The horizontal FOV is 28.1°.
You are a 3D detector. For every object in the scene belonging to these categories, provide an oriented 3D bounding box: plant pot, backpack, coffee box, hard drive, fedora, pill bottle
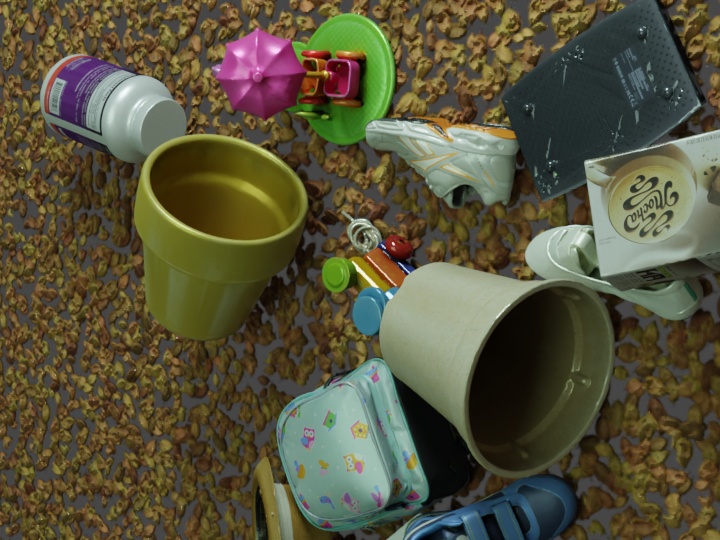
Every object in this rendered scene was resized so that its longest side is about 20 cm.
[{"bbox_3d":[0.123,0.081,1.452,0.183,0.199,0.202,25,108,50],"label":"plant pot"},{"bbox_3d":[-0.002,0.197,1.579,0.199,0.153,0.177,-30,77,45],"label":"backpack"},{"bbox_3d":[0.313,-0.059,1.290,0.198,0.080,0.114,-12,75,24],"label":"coffee box"},{"bbox_3d":[0.240,-0.166,1.417,0.199,0.042,0.136,-33,71,37],"label":"hard drive"},{"bbox_3d":[-0.077,0.315,1.669,0.201,0.081,0.203,176,90,-78],"label":"fedora"},{"bbox_3d":[-0.178,-0.028,1.705,0.201,0.200,0.190,47,136,29],"label":"plant pot"},{"bbox_3d":[-0.317,-0.207,1.862,0.199,0.112,0.114,23,106,38],"label":"pill bottle"}]

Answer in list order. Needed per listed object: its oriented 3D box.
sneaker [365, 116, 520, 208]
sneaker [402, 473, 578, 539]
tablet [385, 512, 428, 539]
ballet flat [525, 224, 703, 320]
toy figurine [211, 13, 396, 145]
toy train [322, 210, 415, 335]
[{"bbox_3d":[0.081,-0.115,1.542,0.199,0.075,0.093,13,105,41],"label":"sneaker"},{"bbox_3d":[0.130,0.271,1.481,0.199,0.082,0.074,-24,88,17],"label":"sneaker"},{"bbox_3d":[0.052,0.364,1.593,0.130,0.014,0.200,46,123,2],"label":"tablet"},{"bbox_3d":[0.241,-0.010,1.402,0.199,0.069,0.070,23,106,37],"label":"ballet flat"},{"bbox_3d":[-0.092,-0.222,1.615,0.199,0.183,0.152,11,99,41],"label":"toy figurine"},{"bbox_3d":[0.000,0.000,1.587,0.200,0.115,0.085,46,119,30],"label":"toy train"}]
